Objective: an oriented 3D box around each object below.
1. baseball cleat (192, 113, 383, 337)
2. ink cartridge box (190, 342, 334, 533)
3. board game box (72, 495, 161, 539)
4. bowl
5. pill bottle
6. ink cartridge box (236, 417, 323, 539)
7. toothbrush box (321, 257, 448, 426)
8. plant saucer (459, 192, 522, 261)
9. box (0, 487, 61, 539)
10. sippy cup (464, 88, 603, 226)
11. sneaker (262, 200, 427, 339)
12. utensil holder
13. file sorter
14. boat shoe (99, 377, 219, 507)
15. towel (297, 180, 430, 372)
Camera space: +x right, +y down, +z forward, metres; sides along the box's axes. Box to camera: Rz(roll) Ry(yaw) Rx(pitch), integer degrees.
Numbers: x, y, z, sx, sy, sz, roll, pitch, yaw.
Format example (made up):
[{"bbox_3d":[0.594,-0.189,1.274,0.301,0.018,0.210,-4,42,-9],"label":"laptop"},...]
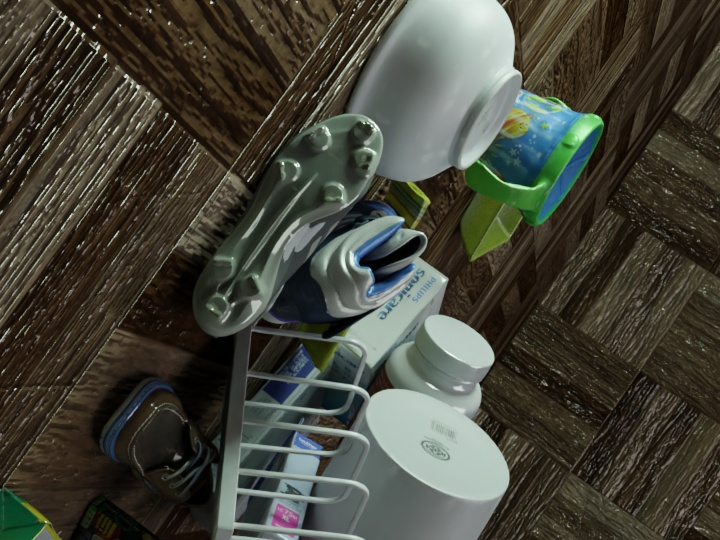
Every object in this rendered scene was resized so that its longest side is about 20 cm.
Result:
[{"bbox_3d":[-0.060,-0.034,0.826,0.200,0.070,0.106,-48,178,-10],"label":"baseball cleat"},{"bbox_3d":[-0.110,0.188,1.174,0.196,0.043,0.200,-48,167,-27],"label":"ink cartridge box"},{"bbox_3d":[-0.225,0.301,0.921,0.200,0.105,0.023,-61,170,18],"label":"board game box"},{"bbox_3d":[0.075,-0.150,0.924,0.201,0.090,0.201,-50,164,-19],"label":"bowl"},{"bbox_3d":[0.060,0.151,1.170,0.200,0.112,0.112,-61,165,25],"label":"pill bottle"},{"bbox_3d":[-0.088,0.246,1.079,0.120,0.042,0.200,-58,-171,23],"label":"ink cartridge box"},{"bbox_3d":[0.017,0.082,1.260,0.146,0.085,0.200,-47,164,-25],"label":"toothbrush box"},{"bbox_3d":[0.212,-0.121,1.520,0.200,0.048,0.200,-61,165,21],"label":"plant saucer"},{"bbox_3d":[-0.262,0.242,0.787,0.117,0.048,0.200,-49,163,-25],"label":"box"},{"bbox_3d":[0.179,-0.140,1.202,0.140,0.130,0.178,-58,166,8],"label":"sippy cup"},{"bbox_3d":[0.016,-0.014,0.919,0.146,0.081,0.200,-11,-165,41],"label":"sneaker"},{"bbox_3d":[0.031,0.243,1.062,0.200,0.170,0.170,-62,165,24],"label":"utensil holder"},{"bbox_3d":[-0.061,0.166,0.934,0.139,0.124,0.201,108,-14,-50],"label":"file sorter"},{"bbox_3d":[-0.152,0.146,0.877,0.072,0.072,0.200,-52,165,-16],"label":"boat shoe"},{"bbox_3d":[0.000,0.000,1.072,0.200,0.018,0.086,-58,-157,9],"label":"towel"}]
